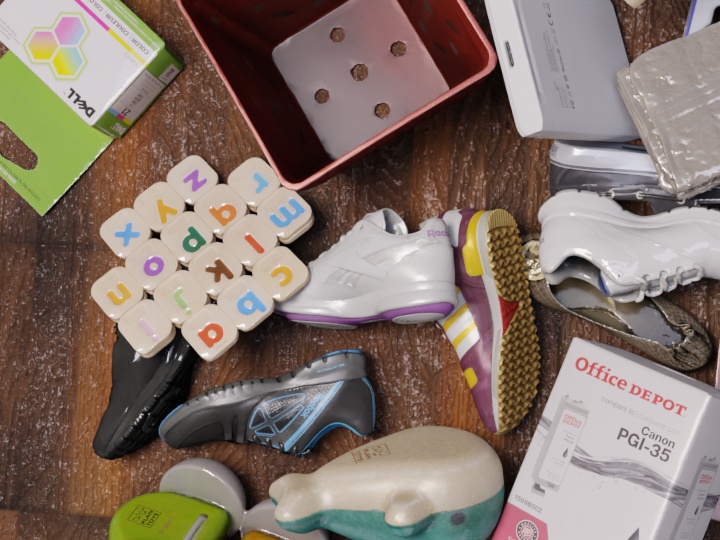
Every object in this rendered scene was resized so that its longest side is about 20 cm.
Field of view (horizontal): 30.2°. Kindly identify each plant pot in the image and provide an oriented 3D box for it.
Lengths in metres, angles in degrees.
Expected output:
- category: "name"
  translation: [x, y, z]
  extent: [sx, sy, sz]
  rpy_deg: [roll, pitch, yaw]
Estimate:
- category: "plant pot"
  translation: [-0.011, -0.191, 1.154]
  extent: [0.199, 0.176, 0.200]
  rpy_deg: [-31, 83, 5]

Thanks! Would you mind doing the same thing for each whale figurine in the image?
- category: "whale figurine"
  translation: [0.025, 0.202, 1.138]
  extent: [0.199, 0.159, 0.104]
  rpy_deg: [-9, 103, -9]

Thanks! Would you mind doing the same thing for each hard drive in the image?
- category: "hard drive"
  translation: [0.175, -0.175, 1.123]
  extent: [0.027, 0.200, 0.133]
  rpy_deg: [-18, 83, 35]

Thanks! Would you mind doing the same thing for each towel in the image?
- category: "towel"
  translation: [0.327, -0.150, 1.123]
  extent: [0.199, 0.034, 0.133]
  rpy_deg: [-21, 72, 3]

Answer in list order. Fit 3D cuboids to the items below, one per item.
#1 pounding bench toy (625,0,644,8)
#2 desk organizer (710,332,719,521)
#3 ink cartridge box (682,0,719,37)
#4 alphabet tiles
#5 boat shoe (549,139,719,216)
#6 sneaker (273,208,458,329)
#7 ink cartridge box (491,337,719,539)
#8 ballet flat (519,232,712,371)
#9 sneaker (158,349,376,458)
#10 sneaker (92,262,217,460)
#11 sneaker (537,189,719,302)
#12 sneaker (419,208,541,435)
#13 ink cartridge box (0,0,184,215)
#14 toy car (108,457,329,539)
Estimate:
- category: "pounding bench toy"
  translation: [0.228, -0.319, 1.137]
  extent: [0.124, 0.156, 0.201]
  rpy_deg: [-30, 81, 37]
- category: "desk organizer"
  translation: [0.337, 0.117, 1.140]
  extent: [0.077, 0.072, 0.201]
  rpy_deg: [7, 87, 10]
- category: "ink cartridge box"
  translation: [0.382, -0.187, 1.171]
  extent: [0.199, 0.047, 0.199]
  rpy_deg: [14, 89, 11]
- category: "alphabet tiles"
  translation: [-0.141, -0.014, 1.195]
  extent: [0.200, 0.015, 0.196]
  rpy_deg: [-40, 56, -10]
- category: "boat shoe"
  translation: [0.262, -0.070, 1.168]
  extent: [0.199, 0.070, 0.067]
  rpy_deg: [8, 104, 5]
- category: "sneaker"
  translation: [0.000, 0.000, 1.174]
  extent: [0.199, 0.075, 0.100]
  rpy_deg: [-6, 79, 32]
- category: "ink cartridge box"
  translation: [0.214, 0.173, 1.110]
  extent: [0.146, 0.083, 0.201]
  rpy_deg: [23, 93, 43]
- category: "ballet flat"
  translation: [0.219, 0.027, 1.173]
  extent: [0.200, 0.046, 0.068]
  rpy_deg: [32, 90, 9]
- category: "sneaker"
  translation: [-0.083, 0.133, 1.192]
  extent: [0.199, 0.073, 0.082]
  rpy_deg: [-17, 84, 6]
- category: "sneaker"
  translation: [-0.193, 0.078, 1.218]
  extent: [0.090, 0.076, 0.201]
  rpy_deg: [28, 81, 15]
- category: "sneaker"
  translation: [0.246, -0.008, 1.135]
  extent: [0.199, 0.075, 0.087]
  rpy_deg: [7, 55, 15]
- category: "sneaker"
  translation: [0.101, 0.045, 1.183]
  extent: [0.090, 0.075, 0.201]
  rpy_deg: [0, 97, 38]
- category: "ink cartridge box"
  translation: [-0.287, -0.174, 1.239]
  extent: [0.148, 0.076, 0.200]
  rpy_deg: [43, 91, 8]
- category: "toy car"
  translation: [-0.131, 0.275, 1.162]
  extent: [0.199, 0.175, 0.150]
  rpy_deg: [23, 126, 8]
